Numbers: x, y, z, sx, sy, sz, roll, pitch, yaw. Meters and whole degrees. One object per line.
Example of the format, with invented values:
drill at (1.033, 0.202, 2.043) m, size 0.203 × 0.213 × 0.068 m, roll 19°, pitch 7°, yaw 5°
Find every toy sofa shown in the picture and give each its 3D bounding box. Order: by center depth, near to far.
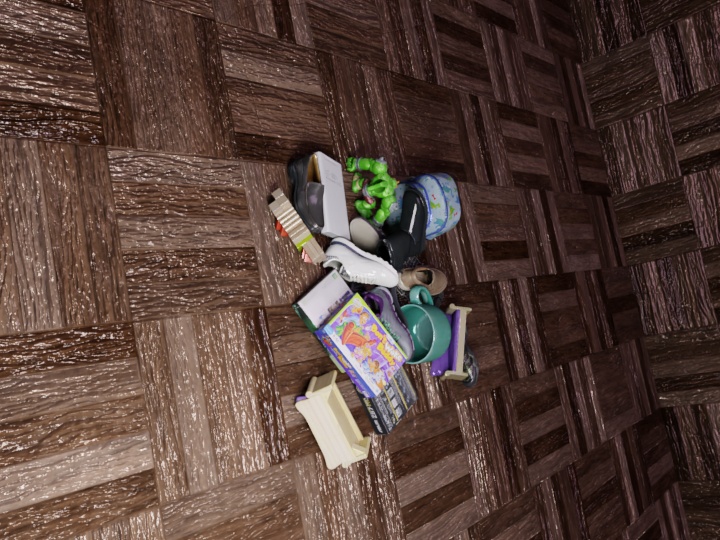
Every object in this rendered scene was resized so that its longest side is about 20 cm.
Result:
toy sofa at (-0.062, 0.340, 1.571) m, size 0.202 × 0.096 × 0.083 m, roll 64°, pitch 13°, yaw -12°
toy sofa at (0.251, 0.201, 1.929) m, size 0.096 × 0.083 × 0.204 m, roll 7°, pitch 73°, yaw -3°

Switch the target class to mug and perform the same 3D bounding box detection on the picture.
mug at (0.172, 0.152, 1.826) m, size 0.113 × 0.187 × 0.152 m, roll 2°, pitch 31°, yaw -50°

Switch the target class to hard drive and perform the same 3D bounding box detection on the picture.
hard drive at (-0.072, -0.183, 1.741) m, size 0.132 × 0.026 × 0.204 m, roll 17°, pitch 64°, yaw -65°

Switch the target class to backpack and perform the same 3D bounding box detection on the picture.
backpack at (0.166, -0.172, 1.907) m, size 0.146 × 0.198 × 0.186 m, roll -12°, pitch 87°, yaw -50°

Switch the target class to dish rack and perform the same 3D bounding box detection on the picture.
dish rack at (0.154, 0.053, 1.935) m, size 0.201 × 0.054 × 0.154 m, roll 50°, pitch 44°, yaw -24°

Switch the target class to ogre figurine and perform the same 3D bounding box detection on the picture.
ogre figurine at (0.036, -0.212, 1.832) m, size 0.097 × 0.119 × 0.204 m, roll 11°, pitch 70°, yaw -46°

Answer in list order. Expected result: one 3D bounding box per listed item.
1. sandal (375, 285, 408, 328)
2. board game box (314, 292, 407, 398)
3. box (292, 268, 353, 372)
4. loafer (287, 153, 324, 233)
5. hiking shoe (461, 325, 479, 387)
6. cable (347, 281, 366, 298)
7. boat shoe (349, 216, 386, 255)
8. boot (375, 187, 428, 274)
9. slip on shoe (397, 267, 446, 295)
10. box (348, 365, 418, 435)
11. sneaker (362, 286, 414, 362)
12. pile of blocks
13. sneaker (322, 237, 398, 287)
sandal at (0.071, 0.103, 1.810) m, size 0.042 × 0.076 × 0.203 m, roll 4°, pitch 64°, yaw -50°
board game box at (0.004, 0.174, 1.609) m, size 0.201 × 0.045 × 0.134 m, roll 52°, pitch 54°, yaw -9°
box at (-0.052, 0.119, 1.641) m, size 0.144 × 0.036 × 0.201 m, roll -41°, pitch 97°, yaw -36°
loafer at (-0.118, -0.187, 1.648) m, size 0.072 × 0.072 × 0.203 m, roll 9°, pitch 58°, yaw -53°
hiking shoe at (0.277, 0.245, 2.010) m, size 0.099 × 0.075 × 0.203 m, roll -6°, pitch 75°, yaw -38°
cable at (-0.016, 0.118, 1.716) m, size 0.199 × 0.050 × 0.165 m, roll -36°, pitch 106°, yaw -48°
boat shoe at (0.038, -0.079, 1.834) m, size 0.200 × 0.072 × 0.063 m, roll 50°, pitch 38°, yaw -33°
boot at (0.102, -0.093, 1.774) m, size 0.162 × 0.073 × 0.201 m, roll -33°, pitch 130°, yaw -41°
slip on shoe at (0.182, 0.023, 1.890) m, size 0.198 × 0.060 × 0.077 m, roll 10°, pitch 68°, yaw -45°
box at (0.056, 0.284, 1.746) m, size 0.161 × 0.049 × 0.202 m, roll -39°, pitch 107°, yaw -46°
sneaker at (0.060, 0.140, 1.709) m, size 0.087 × 0.074 × 0.202 m, roll -11°, pitch 71°, yaw -56°
pile of blocks at (-0.158, -0.092, 1.626) m, size 0.062 × 0.082 × 0.201 m, roll -34°, pitch 97°, yaw -4°
sneaker at (0.000, 0.000, 1.720) m, size 0.197 × 0.077 × 0.081 m, roll 25°, pitch 52°, yaw -3°
